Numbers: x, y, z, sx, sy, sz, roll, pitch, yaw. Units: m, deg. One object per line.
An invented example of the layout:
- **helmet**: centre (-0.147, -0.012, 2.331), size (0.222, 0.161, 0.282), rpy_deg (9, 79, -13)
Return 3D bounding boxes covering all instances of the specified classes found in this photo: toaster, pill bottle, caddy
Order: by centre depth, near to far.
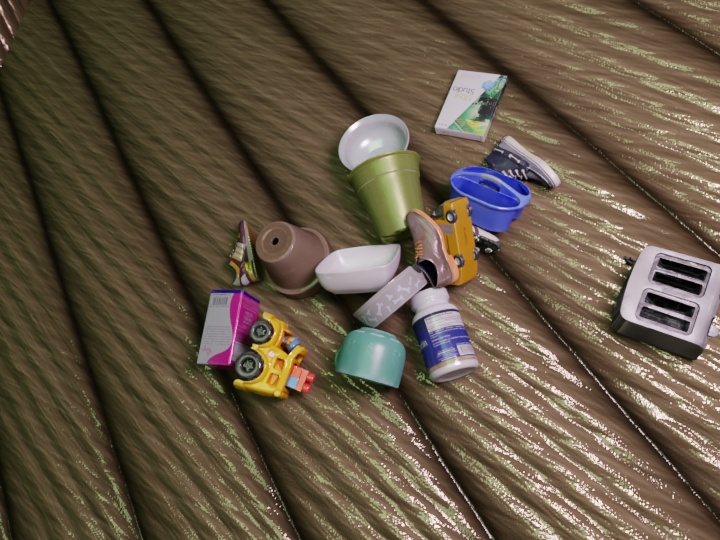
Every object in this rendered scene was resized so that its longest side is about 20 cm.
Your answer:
- **toaster**: centre (0.632, 0.060, 1.041), size (0.200, 0.119, 0.181), rpy_deg (21, 77, 25)
- **pill bottle**: centre (0.187, 0.146, 1.162), size (0.115, 0.116, 0.200), rpy_deg (-21, 64, 10)
- **caddy**: centre (0.311, -0.186, 1.223), size (0.200, 0.105, 0.141), rpy_deg (29, 51, 25)

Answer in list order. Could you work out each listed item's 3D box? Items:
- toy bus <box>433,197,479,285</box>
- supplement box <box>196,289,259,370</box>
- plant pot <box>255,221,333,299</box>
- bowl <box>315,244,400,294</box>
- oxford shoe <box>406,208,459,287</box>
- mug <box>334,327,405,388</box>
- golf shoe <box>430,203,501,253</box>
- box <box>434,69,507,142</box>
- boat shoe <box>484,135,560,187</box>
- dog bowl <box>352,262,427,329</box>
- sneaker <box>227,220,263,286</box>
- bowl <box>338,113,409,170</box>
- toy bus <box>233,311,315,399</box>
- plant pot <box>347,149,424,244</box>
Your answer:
- **toy bus**: centre (0.226, -0.069, 1.190), size (0.078, 0.065, 0.201), rpy_deg (8, 115, 52)
- **supplement box**: centre (-0.352, 0.162, 1.348), size (0.101, 0.103, 0.201), rpy_deg (0, 69, 18)
- **plant pot**: centre (-0.190, -0.042, 1.332), size (0.200, 0.175, 0.201), rpy_deg (-7, 69, 17)
- **bowl**: centre (0.000, 0.000, 1.261), size (0.199, 0.200, 0.075), rpy_deg (-4, 108, 16)
- **oxford shoe**: centre (0.155, -0.053, 1.172), size (0.073, 0.071, 0.200), rpy_deg (-22, 77, -34)
- **mug**: centre (0.014, 0.197, 1.179), size (0.185, 0.152, 0.115), rpy_deg (12, 77, 19)
- **golf shoe**: centre (0.267, -0.111, 1.258), size (0.200, 0.077, 0.088), rpy_deg (26, 72, 24)
- **box**: centre (0.308, -0.461, 1.398), size (0.144, 0.036, 0.200), rpy_deg (17, 77, 24)
- **boat shoe**: centre (0.404, -0.252, 1.272), size (0.093, 0.075, 0.200), rpy_deg (-43, 55, 7)
- **dog bowl**: centre (0.075, 0.064, 1.194), size (0.200, 0.200, 0.059), rpy_deg (-39, 85, 1)
- **sneaker**: centre (-0.344, -0.052, 1.443), size (0.090, 0.075, 0.200), rpy_deg (-18, 64, 6)
- **bowl**: centre (0.047, -0.329, 1.402), size (0.201, 0.090, 0.202), rpy_deg (-8, 61, 16)
- **toy bus**: centre (-0.198, 0.227, 1.264), size (0.192, 0.136, 0.200), rpy_deg (16, 73, 10)
- **plant pot**: centre (0.085, -0.176, 1.295), size (0.200, 0.200, 0.190), rpy_deg (-18, 77, 12)
